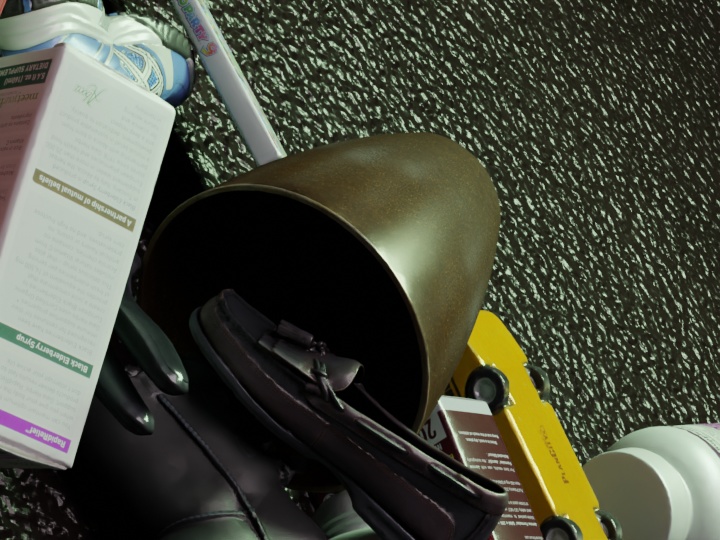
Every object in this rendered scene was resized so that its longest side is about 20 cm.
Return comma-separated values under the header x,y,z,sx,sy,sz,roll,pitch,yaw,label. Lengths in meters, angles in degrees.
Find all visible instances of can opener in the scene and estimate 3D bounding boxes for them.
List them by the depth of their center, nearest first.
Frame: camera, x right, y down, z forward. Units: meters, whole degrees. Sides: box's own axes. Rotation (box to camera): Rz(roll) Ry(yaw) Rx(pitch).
x,y,z,sx,sy,sz,roll,pitch,yaw,label
-0.140,0.027,1.348,0.078,0.064,0.200,27,18,-35,can opener

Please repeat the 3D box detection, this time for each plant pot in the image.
x,y,z,sx,sy,sz,roll,pitch,yaw,label
0.000,0.000,1.485,0.187,0.186,0.200,54,37,-4,plant pot

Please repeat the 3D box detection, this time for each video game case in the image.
x,y,z,sx,sy,sz,roll,pitch,yaw,label
-0.091,-0.137,1.565,0.201,0.018,0.143,62,1,11,video game case

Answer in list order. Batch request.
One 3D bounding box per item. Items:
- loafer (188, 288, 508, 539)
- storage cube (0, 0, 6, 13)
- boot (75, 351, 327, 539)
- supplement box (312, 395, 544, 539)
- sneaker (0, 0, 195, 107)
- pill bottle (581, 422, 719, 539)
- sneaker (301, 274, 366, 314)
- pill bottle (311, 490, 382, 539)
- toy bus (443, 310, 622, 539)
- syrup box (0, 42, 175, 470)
x,y,z,sx,sy,sz,roll,pitch,yaw,label
-0.004,0.076,1.366,0.200,0.063,0.072,45,19,2,loafer
-0.289,-0.100,1.174,0.171,0.200,0.180,43,25,-21,storage cube
-0.110,0.130,1.331,0.197,0.074,0.163,-16,60,-39,boot
0.056,0.187,1.490,0.061,0.109,0.201,10,52,-54,supplement box
-0.151,-0.105,1.437,0.200,0.075,0.078,6,75,-67,sneaker
0.226,0.164,1.769,0.199,0.112,0.113,1,59,-56,pill bottle
0.006,-0.005,1.651,0.199,0.074,0.088,2,54,-55,sneaker
0.014,0.219,1.392,0.110,0.110,0.201,31,38,-37,pill bottle
0.094,0.122,1.645,0.065,0.078,0.201,0,60,-57,toy bus
-0.170,-0.004,1.281,0.081,0.078,0.201,29,69,-36,syrup box
